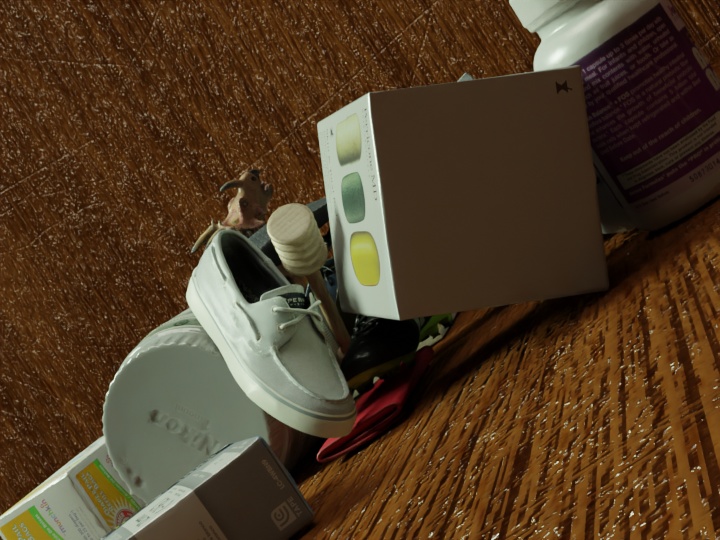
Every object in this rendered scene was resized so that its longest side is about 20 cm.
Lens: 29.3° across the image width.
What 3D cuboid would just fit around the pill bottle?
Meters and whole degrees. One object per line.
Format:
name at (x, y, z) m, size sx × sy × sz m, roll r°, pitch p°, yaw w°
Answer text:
pill bottle at (0.198, -0.140, 1.015) m, size 0.112 × 0.201 × 0.112 m, roll -34°, pitch 5°, yaw 3°

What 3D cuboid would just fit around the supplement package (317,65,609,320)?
supplement package at (0.065, -0.052, 0.989) m, size 0.149 × 0.153 × 0.200 m, roll -8°, pitch 2°, yaw -12°

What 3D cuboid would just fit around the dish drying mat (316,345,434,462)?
dish drying mat at (0.017, 0.104, 1.087) m, size 0.077 × 0.018 × 0.200 m, roll -35°, pitch 2°, yaw 13°

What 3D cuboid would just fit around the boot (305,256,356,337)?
boot at (0.000, 0.000, 1.239) m, size 0.096 × 0.202 × 0.075 m, roll 4°, pitch 14°, yaw -12°

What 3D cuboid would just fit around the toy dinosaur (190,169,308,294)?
toy dinosaur at (-0.104, 0.015, 1.322) m, size 0.085 × 0.136 × 0.201 m, roll -28°, pitch 41°, yaw 21°

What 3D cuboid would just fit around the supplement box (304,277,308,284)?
supplement box at (-0.115, 0.048, 1.450) m, size 0.066 × 0.069 × 0.200 m, roll -38°, pitch 2°, yaw 41°

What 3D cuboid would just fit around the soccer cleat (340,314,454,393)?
soccer cleat at (0.019, 0.040, 1.123) m, size 0.067 × 0.081 × 0.200 m, roll -30°, pitch 3°, yaw 23°

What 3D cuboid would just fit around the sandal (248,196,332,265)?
sandal at (-0.068, -0.018, 1.216) m, size 0.076 × 0.043 × 0.200 m, roll -15°, pitch 15°, yaw 41°

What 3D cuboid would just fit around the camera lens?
camera lens at (-0.107, 0.103, 1.148) m, size 0.159 × 0.161 × 0.200 m, roll -35°, pitch 1°, yaw 20°

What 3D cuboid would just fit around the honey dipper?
honey dipper at (-0.030, 0.022, 1.097) m, size 0.038 × 0.038 × 0.201 m, roll -35°, pitch -37°, yaw -11°

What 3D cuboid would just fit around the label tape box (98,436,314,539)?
label tape box at (-0.135, 0.188, 0.864) m, size 0.199 × 0.066 × 0.143 m, roll -34°, pitch 0°, yaw -16°

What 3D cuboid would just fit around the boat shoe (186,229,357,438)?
boat shoe at (-0.064, 0.041, 1.020) m, size 0.070 × 0.201 × 0.072 m, roll -4°, pitch -53°, yaw -40°

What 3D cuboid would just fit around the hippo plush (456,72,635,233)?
hippo plush at (0.182, -0.109, 1.151) m, size 0.160 × 0.199 × 0.161 m, roll -56°, pitch 12°, yaw -7°

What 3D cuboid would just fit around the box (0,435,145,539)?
box at (-0.236, 0.222, 1.309) m, size 0.101 × 0.113 × 0.200 m, roll -33°, pitch 2°, yaw 22°

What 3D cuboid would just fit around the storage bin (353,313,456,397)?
storage bin at (-0.007, 0.069, 1.447) m, size 0.199 × 0.094 × 0.199 m, roll -36°, pitch 0°, yaw 13°

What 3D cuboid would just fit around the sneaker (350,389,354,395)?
sneaker at (-0.084, 0.146, 1.313) m, size 0.199 × 0.078 × 0.085 m, roll -24°, pitch 2°, yaw 28°
